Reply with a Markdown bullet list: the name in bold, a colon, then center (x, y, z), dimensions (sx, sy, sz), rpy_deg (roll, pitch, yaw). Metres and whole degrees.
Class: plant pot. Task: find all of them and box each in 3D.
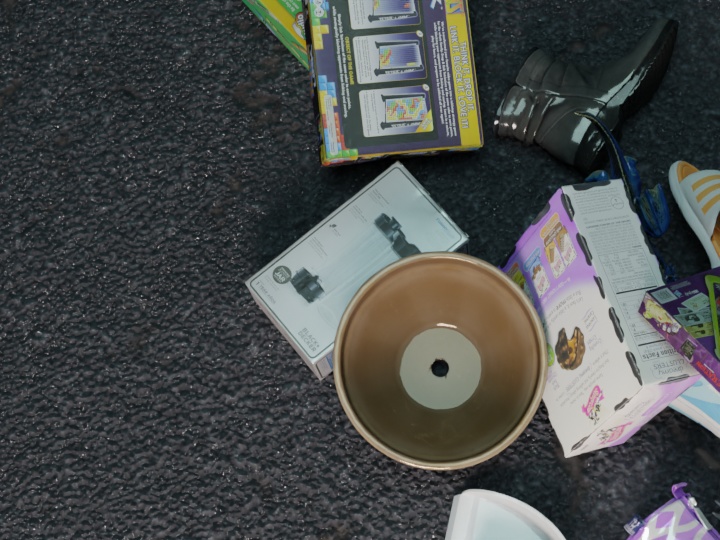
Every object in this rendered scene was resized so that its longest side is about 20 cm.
- **plant pot**: center (0.075, 0.089, 1.345), dimensions (0.200, 0.093, 0.202), rpy_deg (0, 80, 2)

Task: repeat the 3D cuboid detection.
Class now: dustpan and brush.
- **dustpan and brush**: center (0.168, 0.279, 1.287), dimensions (0.199, 0.057, 0.140), rpy_deg (10, 71, 11)

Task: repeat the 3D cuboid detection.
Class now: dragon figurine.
- **dragon figurine**: center (0.259, -0.059, 1.364), dimensions (0.059, 0.201, 0.100), rpy_deg (-18, 30, -2)

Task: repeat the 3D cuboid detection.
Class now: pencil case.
- **pencil case**: center (0.323, 0.282, 1.251), dimensions (0.200, 0.084, 0.086), rpy_deg (47, 111, 19)

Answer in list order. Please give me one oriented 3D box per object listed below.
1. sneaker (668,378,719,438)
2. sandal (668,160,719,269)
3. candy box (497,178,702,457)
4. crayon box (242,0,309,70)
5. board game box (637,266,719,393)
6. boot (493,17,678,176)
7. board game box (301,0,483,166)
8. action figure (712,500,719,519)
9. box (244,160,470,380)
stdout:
- **sneaker**: center (0.341, 0.091, 1.295), dimensions (0.199, 0.131, 0.080), rpy_deg (23, 58, 15)
- **sandal**: center (0.360, -0.037, 1.348), dimensions (0.059, 0.079, 0.207), rpy_deg (-48, 41, 32)
- **candy box**: center (0.214, 0.046, 1.308), dimensions (0.071, 0.168, 0.201), rpy_deg (-9, 66, -24)
- **crayon box**: center (-0.047, -0.297, 1.536), dimensions (0.119, 0.058, 0.200), rpy_deg (-39, 70, -8)
- **board game box**: center (0.350, 0.041, 1.229), dimensions (0.199, 0.032, 0.120), rpy_deg (-15, 45, -32)
- **boot**: center (0.230, -0.202, 1.463), dimensions (0.131, 0.070, 0.200), rpy_deg (30, 71, 22)
- **board game box**: center (0.030, -0.214, 1.450), dimensions (0.164, 0.057, 0.201), rpy_deg (-5, 86, -9)
- **action figure**: center (0.391, 0.178, 1.260), dimensions (0.130, 0.069, 0.201), rpy_deg (15, 105, -14)
- **box**: center (0.000, 0.000, 1.416), dimensions (0.200, 0.060, 0.117), rpy_deg (-40, 69, -8)
